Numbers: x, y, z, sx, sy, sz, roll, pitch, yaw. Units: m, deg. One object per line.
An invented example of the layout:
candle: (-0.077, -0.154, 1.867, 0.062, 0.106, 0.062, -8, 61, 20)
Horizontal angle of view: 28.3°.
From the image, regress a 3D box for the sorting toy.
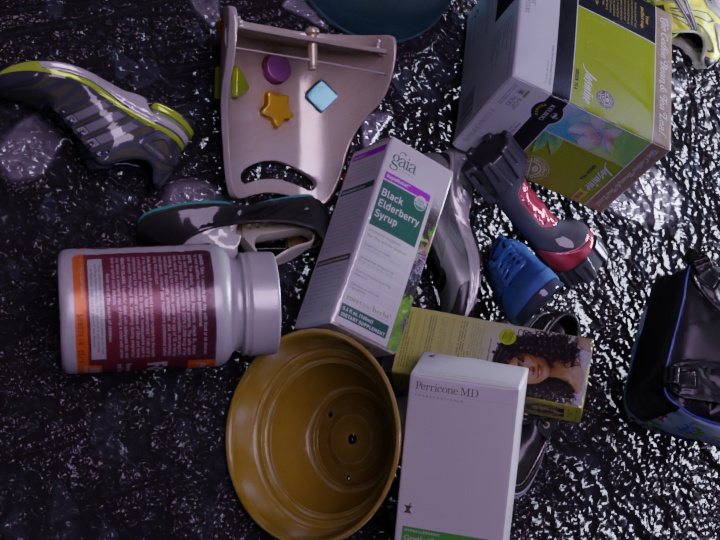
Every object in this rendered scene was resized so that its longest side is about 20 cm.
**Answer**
sorting toy: (-0.077, -0.159, 1.440, 0.198, 0.106, 0.182, 4, 91, -36)

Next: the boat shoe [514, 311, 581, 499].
boat shoe: (0.172, 0.130, 1.428, 0.068, 0.057, 0.202, 24, 68, -16)

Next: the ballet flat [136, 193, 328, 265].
ballet flat: (-0.118, -0.035, 1.397, 0.198, 0.068, 0.069, -8, 60, -24)

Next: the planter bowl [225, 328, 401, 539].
planter bowl: (-0.026, 0.159, 1.359, 0.083, 0.199, 0.203, 12, 69, -56)

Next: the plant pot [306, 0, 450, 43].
plant pot: (0.048, -0.365, 1.488, 0.198, 0.188, 0.202, 6, 75, -22)

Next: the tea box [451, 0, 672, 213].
tea box: (0.219, -0.204, 1.523, 0.195, 0.134, 0.202, 22, 53, -16)

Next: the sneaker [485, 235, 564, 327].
sneaker: (0.156, 0.007, 1.447, 0.066, 0.200, 0.079, -41, 92, 4)

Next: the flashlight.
flashlight: (0.187, -0.066, 1.497, 0.200, 0.067, 0.068, 49, 42, -34)

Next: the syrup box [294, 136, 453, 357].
syrup box: (0.014, -0.021, 1.399, 0.078, 0.081, 0.202, 27, 71, -24)

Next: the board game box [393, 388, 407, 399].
board game box: (0.056, 0.109, 1.467, 0.199, 0.019, 0.104, 29, 67, -14)

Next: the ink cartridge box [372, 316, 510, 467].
ink cartridge box: (0.102, 0.142, 1.447, 0.199, 0.039, 0.100, -35, 93, -27)

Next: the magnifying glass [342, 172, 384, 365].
magnifying glass: (0.000, 0.000, 1.446, 0.079, 0.022, 0.202, 1, 77, -23)

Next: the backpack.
backpack: (0.392, 0.105, 1.537, 0.198, 0.147, 0.185, 22, 69, -12)

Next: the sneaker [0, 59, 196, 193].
sneaker: (-0.259, -0.140, 1.369, 0.198, 0.074, 0.082, 20, 73, -15)

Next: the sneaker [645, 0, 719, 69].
sneaker: (0.358, -0.316, 1.669, 0.199, 0.075, 0.077, 34, 66, -10)

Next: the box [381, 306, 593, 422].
box: (0.123, 0.090, 1.392, 0.198, 0.050, 0.076, 9, 67, 10)

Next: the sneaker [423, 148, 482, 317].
sneaker: (0.081, -0.030, 1.490, 0.078, 0.074, 0.202, -2, 71, -13)

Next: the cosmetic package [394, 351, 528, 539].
cosmetic package: (0.093, 0.188, 1.333, 0.106, 0.085, 0.202, 6, 103, 11)

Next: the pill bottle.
pill bottle: (-0.177, 0.034, 1.317, 0.198, 0.114, 0.115, -2, 77, -11)
